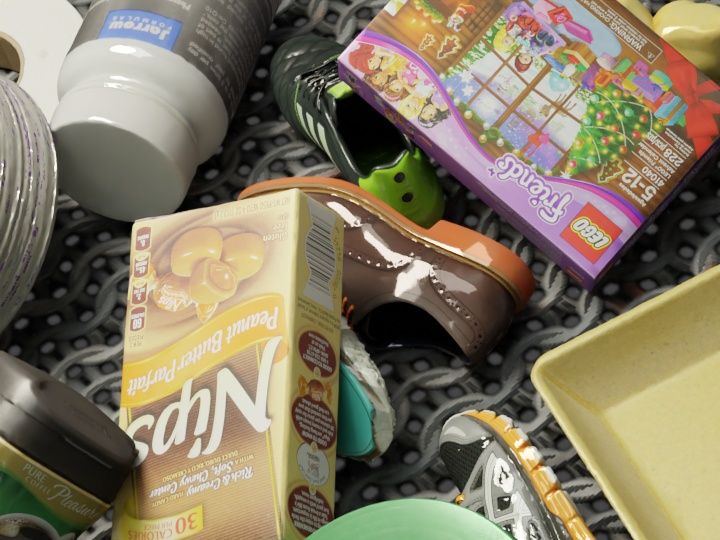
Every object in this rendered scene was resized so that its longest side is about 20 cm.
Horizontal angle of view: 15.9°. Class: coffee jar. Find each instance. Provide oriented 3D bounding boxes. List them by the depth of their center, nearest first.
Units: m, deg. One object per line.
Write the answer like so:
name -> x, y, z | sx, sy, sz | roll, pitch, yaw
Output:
coffee jar -> -0.211, 0.146, 1.384 | 0.200, 0.104, 0.085 | -55, 43, -3

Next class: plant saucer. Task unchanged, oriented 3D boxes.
plant saucer -> 0.218, 0.083, 1.363 | 0.199, 0.049, 0.200 | -27, 45, -4

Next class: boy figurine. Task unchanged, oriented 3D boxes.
boy figurine -> 0.139, -0.123, 1.562 | 0.199, 0.064, 0.125 | -20, 77, 0

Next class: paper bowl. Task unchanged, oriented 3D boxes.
paper bowl -> -0.287, -0.039, 1.570 | 0.200, 0.104, 0.202 | -16, 65, 36

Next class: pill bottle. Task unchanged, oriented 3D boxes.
pill bottle -> -0.126, -0.135, 1.646 | 0.113, 0.114, 0.201 | 2, 50, 22

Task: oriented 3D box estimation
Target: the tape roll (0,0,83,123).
tape roll -> -0.269, -0.114, 1.735 | 0.202, 0.037, 0.204 | -10, 46, 11

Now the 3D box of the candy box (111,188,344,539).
candy box -> -0.072, 0.064, 1.423 | 0.115, 0.055, 0.201 | -11, 65, 31

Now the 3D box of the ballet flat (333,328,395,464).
ballet flat -> -0.040, 0.043, 1.489 | 0.200, 0.072, 0.072 | 30, 64, 36

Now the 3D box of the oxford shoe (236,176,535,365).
oxford shoe -> 0.000, 0.000, 1.508 | 0.199, 0.071, 0.073 | 17, 61, 31

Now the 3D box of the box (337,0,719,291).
box -> 0.104, -0.104, 1.504 | 0.200, 0.039, 0.137 | 40, 81, 9

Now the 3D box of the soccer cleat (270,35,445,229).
soccer cleat -> -0.005, -0.098, 1.590 | 0.067, 0.081, 0.200 | -28, 45, -7

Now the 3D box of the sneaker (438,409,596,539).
sneaker -> 0.084, 0.149, 1.335 | 0.077, 0.078, 0.200 | -33, 46, -2

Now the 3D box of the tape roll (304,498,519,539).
tape roll -> 0.019, 0.214, 1.272 | 0.200, 0.048, 0.201 | -17, 57, 28
